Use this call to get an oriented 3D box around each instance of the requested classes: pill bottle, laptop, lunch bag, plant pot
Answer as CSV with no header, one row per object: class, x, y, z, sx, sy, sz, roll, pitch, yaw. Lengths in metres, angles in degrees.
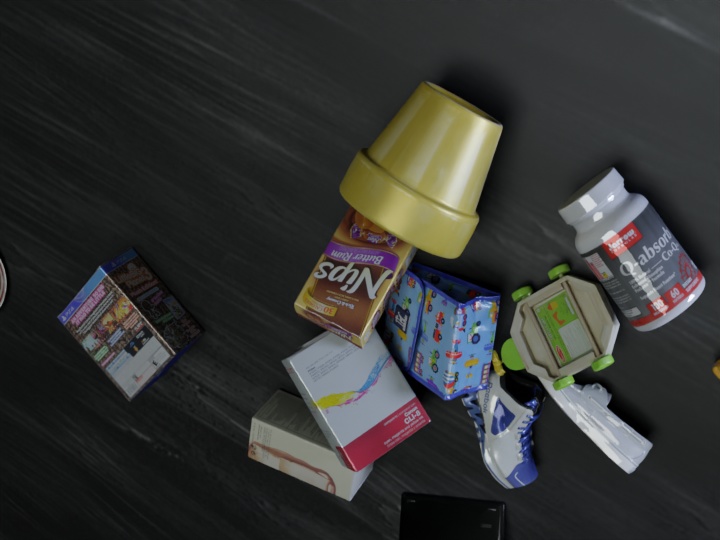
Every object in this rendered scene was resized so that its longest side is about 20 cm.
pill bottle,0.361,-0.029,1.399,0.115,0.116,0.201,-37,93,32
laptop,0.168,0.487,1.765,0.184,0.116,0.204,0,82,25
lunch bag,0.105,0.081,1.575,0.199,0.093,0.153,26,117,46
plant pot,0.096,-0.149,1.443,0.199,0.201,0.191,31,105,11

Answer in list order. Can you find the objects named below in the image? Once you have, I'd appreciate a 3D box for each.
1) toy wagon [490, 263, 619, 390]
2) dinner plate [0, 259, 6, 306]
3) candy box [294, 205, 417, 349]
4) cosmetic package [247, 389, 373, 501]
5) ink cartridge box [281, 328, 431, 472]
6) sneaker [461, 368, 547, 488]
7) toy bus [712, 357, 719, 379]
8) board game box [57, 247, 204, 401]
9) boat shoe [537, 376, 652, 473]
toy wagon,0.275,0.092,1.510,0.199,0.039,0.157,-33,72,33
dinner plate,-0.767,0.008,1.987,0.196,0.024,0.204,2,108,7
candy box,0.000,0.000,1.545,0.115,0.202,0.057,25,163,13
cosmetic package,-0.080,0.292,1.750,0.197,0.103,0.089,20,120,19
ink cartridge box,-0.012,0.183,1.607,0.143,0.145,0.202,-32,90,-10
sneaker,0.236,0.233,1.580,0.114,0.080,0.202,-18,101,40
toy bus,0.569,0.191,1.411,0.200,0.078,0.065,45,122,3
board game box,-0.404,0.095,1.826,0.201,0.097,0.159,49,122,0
boat shoe,0.345,0.206,1.535,0.069,0.072,0.200,-45,72,2
